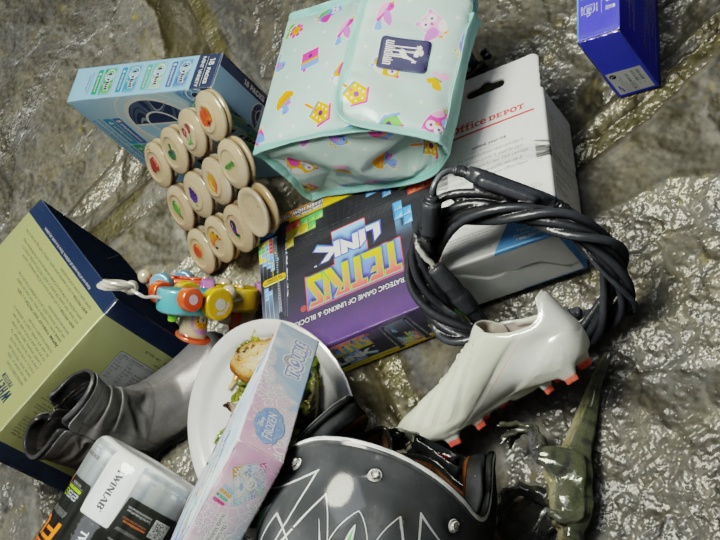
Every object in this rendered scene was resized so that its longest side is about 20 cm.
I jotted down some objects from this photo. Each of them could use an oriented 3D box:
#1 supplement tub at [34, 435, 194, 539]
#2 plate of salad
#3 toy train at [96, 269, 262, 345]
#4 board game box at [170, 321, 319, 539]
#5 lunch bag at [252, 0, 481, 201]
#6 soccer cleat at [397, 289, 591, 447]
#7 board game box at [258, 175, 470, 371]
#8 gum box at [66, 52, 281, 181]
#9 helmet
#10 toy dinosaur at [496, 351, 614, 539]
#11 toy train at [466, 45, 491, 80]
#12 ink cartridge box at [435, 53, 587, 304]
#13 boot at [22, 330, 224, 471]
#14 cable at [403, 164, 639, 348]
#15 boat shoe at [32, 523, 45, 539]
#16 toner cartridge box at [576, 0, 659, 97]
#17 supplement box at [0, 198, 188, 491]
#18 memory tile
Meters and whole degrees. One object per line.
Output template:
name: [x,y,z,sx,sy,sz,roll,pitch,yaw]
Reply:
supplement tub: [-0.239,0.265,1.300,0.122,0.122,0.201,24,79,41]
plate of salad: [-0.087,0.145,1.275,0.198,0.048,0.202,0,89,34]
toy train: [-0.172,0.035,1.378,0.149,0.200,0.056,5,94,13]
board game box: [-0.104,0.170,1.143,0.200,0.043,0.200,-62,5,24]
lunch bag: [0.015,-0.169,1.303,0.199,0.122,0.172,-9,57,40]
soccer cleat: [0.100,0.085,1.173,0.199,0.069,0.078,-33,92,32]
board game box: [0.000,0.000,1.329,0.199,0.057,0.167,-24,52,23]
gum box: [-0.173,-0.152,1.462,0.198,0.170,0.045,0,63,34]
helmet: [0.011,0.202,1.084,0.198,0.202,0.191,-19,12,25]
toy dinosaur: [0.153,0.160,1.140,0.087,0.047,0.202,-3,59,30]
toy train: [0.043,-0.158,1.395,0.199,0.046,0.034,-37,49,12]
ink cartridge box: [0.131,-0.083,1.273,0.115,0.068,0.202,-19,53,26]
boot: [-0.219,0.123,1.361,0.201,0.132,0.070,-51,47,-1]
cable: [0.131,0.009,1.172,0.198,0.051,0.164,21,118,9]
boat shoe: [-0.338,0.325,1.368,0.073,0.074,0.201,19,75,40]
toner cartridge box: [0.234,-0.268,1.292,0.043,0.095,0.202,-12,57,29]
supplement box: [-0.312,0.078,1.451,0.200,0.134,0.200,-48,48,2]
memory tile: [-0.151,-0.082,1.399,0.200,0.017,0.154,-28,88,59]
